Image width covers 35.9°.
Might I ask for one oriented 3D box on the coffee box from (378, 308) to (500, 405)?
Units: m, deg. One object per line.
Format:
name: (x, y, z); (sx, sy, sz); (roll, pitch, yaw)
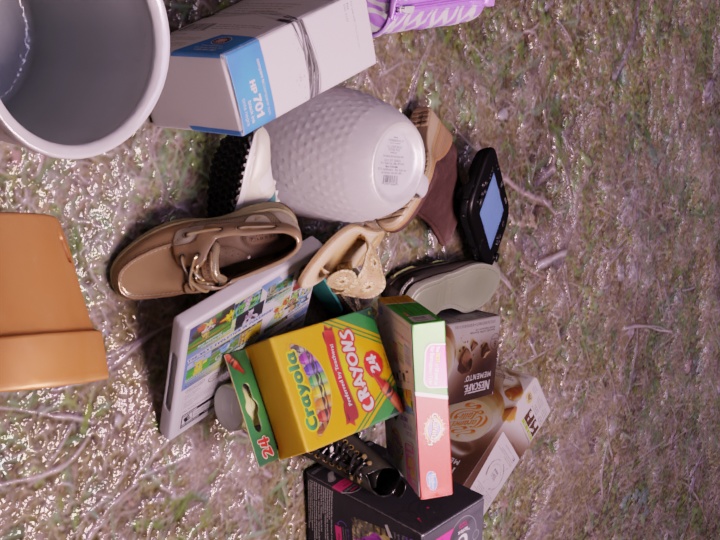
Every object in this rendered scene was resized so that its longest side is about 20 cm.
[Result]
coffee box: (0.094, 0.116, 1.473); (0.198, 0.079, 0.115); (-5, 102, -47)

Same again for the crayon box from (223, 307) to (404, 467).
crayon box: (-0.047, 0.125, 1.215); (0.198, 0.050, 0.129); (-16, 86, -47)

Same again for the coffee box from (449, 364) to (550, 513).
coffee box: (0.163, 0.233, 1.555); (0.201, 0.113, 0.080); (-52, 133, -26)

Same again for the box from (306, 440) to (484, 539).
box: (0.040, 0.307, 1.369); (0.121, 0.198, 0.108); (-20, 118, -43)

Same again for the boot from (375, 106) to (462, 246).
boot: (0.086, -0.085, 1.395); (0.167, 0.071, 0.202); (61, 39, -43)

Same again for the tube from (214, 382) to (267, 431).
tube: (-0.074, 0.136, 1.255); (0.198, 0.051, 0.059); (-12, 97, -46)

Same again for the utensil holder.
utensil holder: (-0.277, -0.184, 0.887); (0.169, 0.198, 0.173); (-14, 110, -45)

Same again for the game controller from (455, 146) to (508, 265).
game controller: (0.170, -0.081, 1.497); (0.105, 0.042, 0.200); (-61, 157, -16)

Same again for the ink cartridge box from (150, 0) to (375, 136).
ink cartridge box: (-0.103, -0.215, 1.114); (0.199, 0.145, 0.087); (-34, 122, -38)

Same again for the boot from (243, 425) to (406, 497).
boot: (-0.040, 0.199, 1.291); (0.199, 0.138, 0.078); (22, 99, -47)

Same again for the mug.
mug: (-0.006, -0.120, 1.226); (0.199, 0.174, 0.150); (19, 86, -49)

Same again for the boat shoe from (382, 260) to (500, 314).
boat shoe: (0.110, 0.018, 1.479); (0.199, 0.060, 0.073); (-9, 118, -47)

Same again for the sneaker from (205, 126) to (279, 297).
sneaker: (-0.110, -0.061, 1.183); (0.092, 0.070, 0.203); (-3, 113, -36)

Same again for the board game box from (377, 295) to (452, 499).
board game box: (0.062, 0.143, 1.301); (0.040, 0.153, 0.204); (-6, 102, -13)

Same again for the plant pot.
plant pot: (-0.314, 0.031, 0.925); (0.198, 0.198, 0.143); (-1, 84, -48)

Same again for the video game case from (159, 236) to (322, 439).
video game case: (-0.129, 0.072, 1.194); (0.199, 0.022, 0.184); (-32, 151, -39)

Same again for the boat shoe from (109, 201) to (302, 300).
boat shoe: (-0.155, -0.014, 1.106); (0.197, 0.065, 0.072); (-20, 117, -3)

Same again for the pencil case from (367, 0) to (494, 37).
pencil case: (0.070, -0.328, 1.326); (0.199, 0.085, 0.085); (-23, 118, -44)

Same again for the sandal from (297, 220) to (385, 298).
sandal: (0.003, -0.005, 1.227); (0.078, 0.069, 0.211); (-55, 172, 18)

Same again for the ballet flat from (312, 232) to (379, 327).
ballet flat: (-0.014, 0.042, 1.345); (0.075, 0.067, 0.202); (-44, 126, -35)
